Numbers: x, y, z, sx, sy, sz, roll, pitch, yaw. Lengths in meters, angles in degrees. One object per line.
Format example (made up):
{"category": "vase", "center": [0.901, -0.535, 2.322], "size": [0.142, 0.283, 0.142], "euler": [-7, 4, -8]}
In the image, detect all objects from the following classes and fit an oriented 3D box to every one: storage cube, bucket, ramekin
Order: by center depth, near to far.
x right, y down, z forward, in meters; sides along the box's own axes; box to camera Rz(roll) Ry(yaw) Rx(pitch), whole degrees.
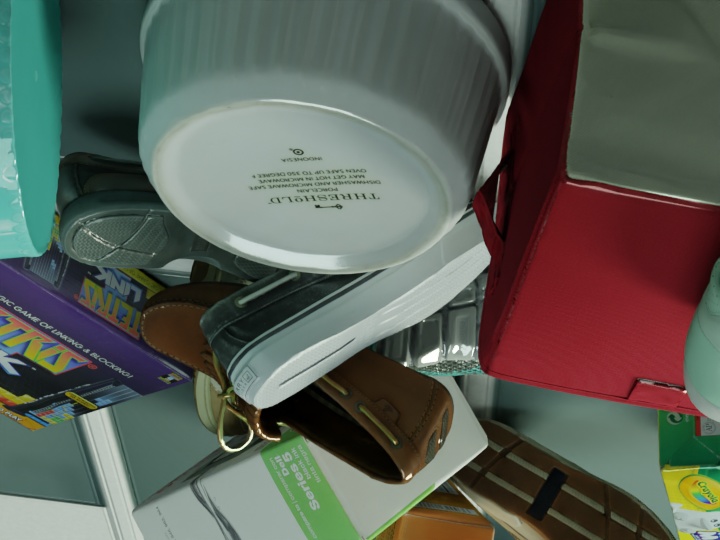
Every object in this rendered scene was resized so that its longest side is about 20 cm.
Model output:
{"category": "storage cube", "center": [0.163, -0.047, 0.927], "size": [0.200, 0.171, 0.180], "euler": [11, 148, -3]}
{"category": "bucket", "center": [-0.222, -0.095, 0.933], "size": [0.134, 0.208, 0.207], "euler": [-1, 148, -2]}
{"category": "ramekin", "center": [-0.024, -0.079, 1.001], "size": [0.202, 0.094, 0.202], "euler": [7, 148, 4]}

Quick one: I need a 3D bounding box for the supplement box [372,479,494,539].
{"category": "supplement box", "center": [0.044, 0.188, 1.348], "size": [0.069, 0.067, 0.200], "euler": [9, -179, -4]}

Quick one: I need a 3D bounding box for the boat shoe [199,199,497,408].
{"category": "boat shoe", "center": [0.000, 0.000, 1.088], "size": [0.200, 0.071, 0.072], "euler": [-29, 160, -26]}

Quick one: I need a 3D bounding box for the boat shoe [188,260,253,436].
{"category": "boat shoe", "center": [-0.069, 0.051, 1.243], "size": [0.066, 0.074, 0.200], "euler": [11, 149, 8]}

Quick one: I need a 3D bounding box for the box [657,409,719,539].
{"category": "box", "center": [0.224, 0.123, 1.236], "size": [0.048, 0.118, 0.200], "euler": [-4, 147, 13]}

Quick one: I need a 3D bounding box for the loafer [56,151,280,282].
{"category": "loafer", "center": [-0.080, -0.038, 1.119], "size": [0.200, 0.063, 0.072], "euler": [5, 138, -28]}

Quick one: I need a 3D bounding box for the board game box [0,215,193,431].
{"category": "board game box", "center": [-0.230, 0.026, 1.263], "size": [0.165, 0.057, 0.200], "euler": [-18, 139, 39]}

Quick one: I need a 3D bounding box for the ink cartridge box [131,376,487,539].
{"category": "ink cartridge box", "center": [-0.037, 0.140, 1.295], "size": [0.200, 0.145, 0.084], "euler": [-28, 94, 44]}

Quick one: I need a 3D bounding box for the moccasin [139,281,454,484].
{"category": "moccasin", "center": [-0.046, 0.068, 1.125], "size": [0.201, 0.078, 0.074], "euler": [28, 140, 16]}

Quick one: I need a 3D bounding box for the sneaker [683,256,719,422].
{"category": "sneaker", "center": [0.238, 0.032, 0.804], "size": [0.200, 0.074, 0.118], "euler": [4, 154, 9]}

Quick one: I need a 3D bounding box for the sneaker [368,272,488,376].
{"category": "sneaker", "center": [0.074, 0.034, 1.196], "size": [0.200, 0.078, 0.091], "euler": [7, 174, -6]}

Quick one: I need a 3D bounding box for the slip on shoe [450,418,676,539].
{"category": "slip on shoe", "center": [0.145, 0.175, 1.331], "size": [0.200, 0.076, 0.061], "euler": [31, 172, 22]}
